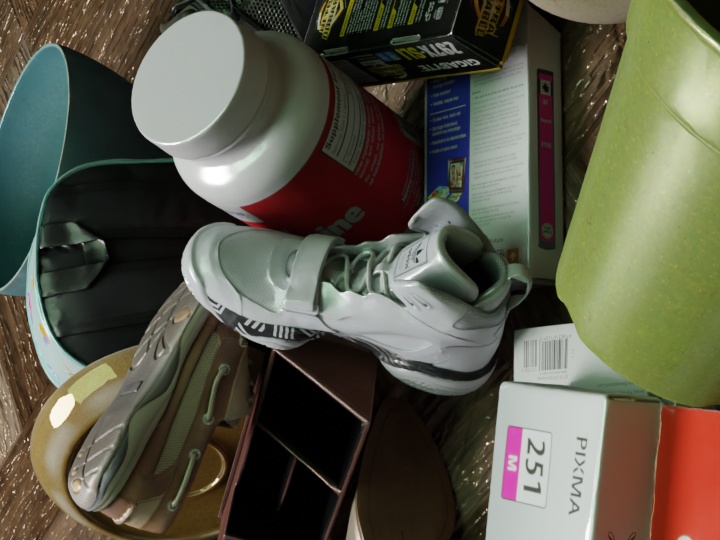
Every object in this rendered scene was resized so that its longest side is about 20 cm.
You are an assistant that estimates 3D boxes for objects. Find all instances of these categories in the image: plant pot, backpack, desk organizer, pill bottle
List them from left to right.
[{"bbox_3d":[-0.210,-0.066,1.189,0.200,0.134,0.201,-33,49,51],"label":"plant pot"},{"bbox_3d":[-0.137,0.011,1.043,0.153,0.199,0.177,147,120,-62],"label":"backpack"},{"bbox_3d":[-0.123,0.127,1.007,0.200,0.199,0.028,-54,32,32],"label":"plant pot"},{"bbox_3d":[-0.044,-0.078,0.917,0.112,0.200,0.113,-15,63,31],"label":"pill bottle"},{"bbox_3d":[-0.045,0.129,0.945,0.077,0.071,0.201,-81,7,-51],"label":"desk organizer"},{"bbox_3d":[0.181,-0.043,0.677,0.200,0.199,0.190,61,143,37],"label":"plant pot"}]

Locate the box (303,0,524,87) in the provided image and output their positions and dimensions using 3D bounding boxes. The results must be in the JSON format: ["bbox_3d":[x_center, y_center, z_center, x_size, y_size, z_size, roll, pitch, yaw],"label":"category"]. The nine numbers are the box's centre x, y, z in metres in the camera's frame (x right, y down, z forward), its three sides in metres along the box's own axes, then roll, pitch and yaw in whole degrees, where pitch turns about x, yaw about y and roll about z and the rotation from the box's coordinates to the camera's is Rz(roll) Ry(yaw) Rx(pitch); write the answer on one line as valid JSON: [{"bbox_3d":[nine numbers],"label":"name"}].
[{"bbox_3d":[0.049,-0.218,0.918,0.159,0.049,0.201,0,71,56],"label":"box"}]

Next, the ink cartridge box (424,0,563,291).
[{"bbox_3d":[0.080,-0.086,0.911,0.095,0.037,0.201,-9,80,51],"label":"ink cartridge box"}]

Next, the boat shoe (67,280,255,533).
[{"bbox_3d":[-0.102,0.069,0.912,0.200,0.072,0.076,-60,20,-17],"label":"boat shoe"}]

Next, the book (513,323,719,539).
[{"bbox_3d":[0.134,0.128,0.805,0.133,0.048,0.201,-9,76,54],"label":"book"}]

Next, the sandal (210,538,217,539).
[{"bbox_3d":[-0.162,0.153,1.176,0.211,0.078,0.070,34,91,43],"label":"sandal"}]

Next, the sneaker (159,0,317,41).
[{"bbox_3d":[-0.073,-0.194,1.017,0.076,0.114,0.200,-116,29,-43],"label":"sneaker"}]

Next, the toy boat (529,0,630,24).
[{"bbox_3d":[0.142,-0.238,0.807,0.131,0.130,0.201,-93,26,-66],"label":"toy boat"}]

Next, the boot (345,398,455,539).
[{"bbox_3d":[0.001,0.202,0.952,0.146,0.070,0.201,131,143,-51],"label":"boot"}]

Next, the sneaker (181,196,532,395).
[{"bbox_3d":[0.000,0.000,0.852,0.115,0.199,0.075,118,170,-55],"label":"sneaker"}]

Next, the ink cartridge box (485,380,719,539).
[{"bbox_3d":[0.125,0.161,0.733,0.173,0.043,0.201,0,84,61],"label":"ink cartridge box"}]
